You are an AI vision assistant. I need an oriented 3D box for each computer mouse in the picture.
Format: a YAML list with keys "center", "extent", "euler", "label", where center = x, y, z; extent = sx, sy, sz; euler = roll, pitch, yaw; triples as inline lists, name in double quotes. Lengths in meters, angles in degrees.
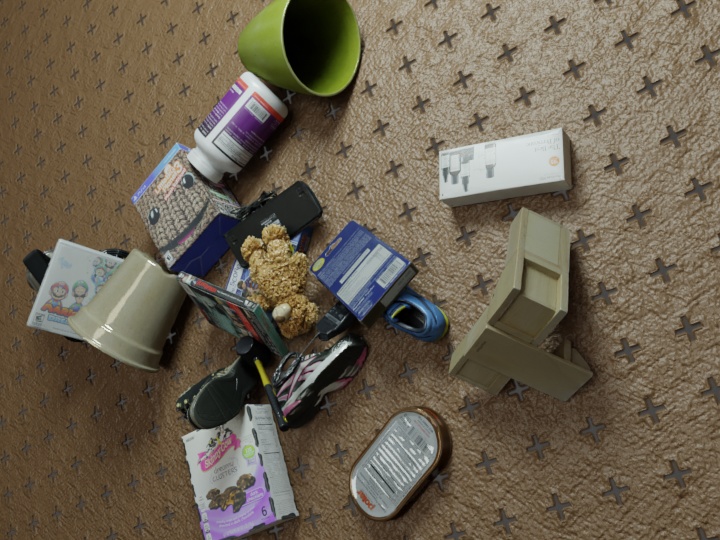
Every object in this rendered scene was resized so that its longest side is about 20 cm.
- center: [-0.070, 0.122, 1.120]
  extent: [0.200, 0.034, 0.058]
  euler: [-45, 31, -8]
  label: "computer mouse"

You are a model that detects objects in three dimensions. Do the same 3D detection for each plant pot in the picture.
- center: [-0.132, -0.412, 1.247]
  extent: [0.198, 0.186, 0.190]
  euler: [10, 86, 45]
  label: "plant pot"
- center: [-0.435, 0.068, 1.332]
  extent: [0.199, 0.200, 0.185]
  euler: [28, 84, 32]
  label: "plant pot"

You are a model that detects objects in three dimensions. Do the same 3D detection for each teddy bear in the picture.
- center: [-0.147, 0.018, 1.184]
  extent: [0.143, 0.067, 0.204]
  euler: [-10, 82, 17]
  label: "teddy bear"

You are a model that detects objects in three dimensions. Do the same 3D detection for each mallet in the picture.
- center: [-0.164, 0.187, 1.149]
  extent: [0.041, 0.066, 0.201]
  euler: [-36, 38, 2]
  label: "mallet"

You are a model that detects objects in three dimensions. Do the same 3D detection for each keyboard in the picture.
- center: [-0.161, -0.095, 1.242]
  extent: [0.198, 0.040, 0.105]
  euler: [-31, 88, 20]
  label: "keyboard"

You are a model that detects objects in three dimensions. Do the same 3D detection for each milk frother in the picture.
- center: [-0.603, 0.012, 1.479]
  extent: [0.199, 0.182, 0.188]
  euler: [-33, 57, -27]
  label: "milk frother"

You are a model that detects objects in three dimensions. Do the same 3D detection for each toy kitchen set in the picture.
- center: [0.252, 0.065, 0.984]
  extent: [0.161, 0.182, 0.201]
  euler: [24, 134, -3]
  label: "toy kitchen set"

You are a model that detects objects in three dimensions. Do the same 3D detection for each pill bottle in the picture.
- center: [-0.238, -0.268, 1.293]
  extent: [0.200, 0.112, 0.113]
  euler: [-47, 61, 6]
  label: "pill bottle"

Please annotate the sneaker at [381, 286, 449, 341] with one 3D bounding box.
- center: [0.050, 0.049, 1.094]
  extent: [0.199, 0.078, 0.067]
  euler: [31, 99, 33]
  label: "sneaker"

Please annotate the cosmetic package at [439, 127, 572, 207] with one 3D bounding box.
- center: [0.219, -0.155, 1.045]
  extent: [0.197, 0.050, 0.084]
  euler: [-7, 78, 30]
  label: "cosmetic package"

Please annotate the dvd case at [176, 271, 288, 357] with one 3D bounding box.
- center: [-0.231, 0.079, 1.225]
  extent: [0.198, 0.147, 0.022]
  euler: [17, 59, 32]
  label: "dvd case"

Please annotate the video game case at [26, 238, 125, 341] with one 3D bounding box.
- center: [-0.549, 0.053, 1.390]
  extent: [0.024, 0.198, 0.185]
  euler: [27, 95, 57]
  label: "video game case"

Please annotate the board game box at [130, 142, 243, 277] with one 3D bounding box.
- center: [-0.338, -0.118, 1.347]
  extent: [0.159, 0.096, 0.201]
  euler: [-45, 62, 16]
  label: "board game box"

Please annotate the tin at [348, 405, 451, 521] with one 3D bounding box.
- center: [0.058, 0.302, 1.065]
  extent: [0.112, 0.042, 0.201]
  euler: [44, 104, 34]
  label: "tin"

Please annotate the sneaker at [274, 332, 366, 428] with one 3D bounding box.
- center: [-0.081, 0.170, 1.153]
  extent: [0.200, 0.080, 0.087]
  euler: [-44, 52, 11]
  label: "sneaker"

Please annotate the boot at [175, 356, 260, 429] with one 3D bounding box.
- center: [-0.273, 0.236, 1.198]
  extent: [0.153, 0.204, 0.074]
  euler: [-31, 98, 27]
  label: "boot"

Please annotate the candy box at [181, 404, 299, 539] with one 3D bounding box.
- center: [-0.215, 0.360, 1.197]
  extent: [0.166, 0.071, 0.203]
  euler: [-29, 67, 23]
  label: "candy box"

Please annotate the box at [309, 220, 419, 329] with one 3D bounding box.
- center: [0.000, 0.000, 1.118]
  extent: [0.121, 0.032, 0.200]
  euler: [-49, 39, -1]
  label: "box"

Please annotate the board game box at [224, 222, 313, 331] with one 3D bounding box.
- center: [-0.177, -0.005, 1.264]
  extent: [0.134, 0.034, 0.203]
  euler: [20, 91, 32]
  label: "board game box"
